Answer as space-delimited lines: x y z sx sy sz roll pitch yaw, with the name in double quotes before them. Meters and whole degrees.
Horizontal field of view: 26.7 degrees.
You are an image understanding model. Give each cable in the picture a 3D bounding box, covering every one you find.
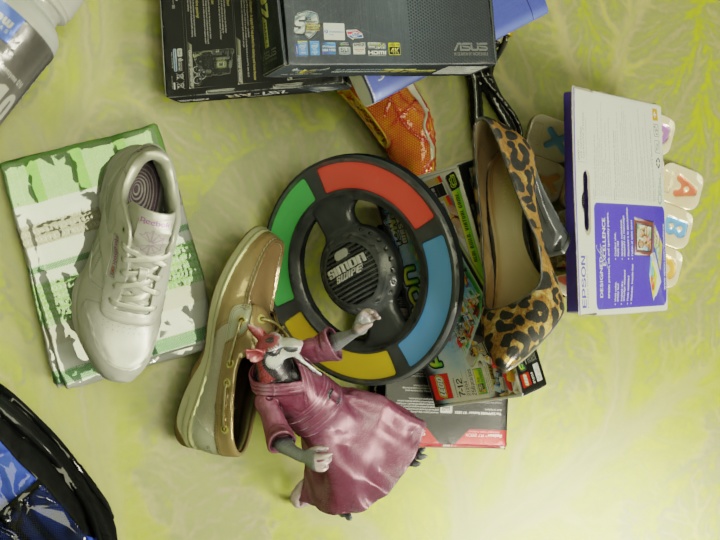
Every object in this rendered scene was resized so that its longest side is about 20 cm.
"cable" 0.113 -0.198 1.403 0.096 0.050 0.202 0 87 -17

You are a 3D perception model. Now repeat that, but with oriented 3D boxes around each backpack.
"backpack" -0.304 0.187 1.199 0.167 0.162 0.201 -38 101 -12

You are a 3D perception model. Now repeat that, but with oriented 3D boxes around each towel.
"towel" -0.216 -0.013 1.307 0.148 0.031 0.202 -15 91 -20

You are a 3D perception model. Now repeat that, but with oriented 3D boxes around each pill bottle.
"pill bottle" -0.317 -0.178 1.228 0.113 0.114 0.201 38 78 -14

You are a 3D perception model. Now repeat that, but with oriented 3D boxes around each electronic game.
"electronic game" 0.000 0.000 1.304 0.041 0.199 0.202 -18 95 -56

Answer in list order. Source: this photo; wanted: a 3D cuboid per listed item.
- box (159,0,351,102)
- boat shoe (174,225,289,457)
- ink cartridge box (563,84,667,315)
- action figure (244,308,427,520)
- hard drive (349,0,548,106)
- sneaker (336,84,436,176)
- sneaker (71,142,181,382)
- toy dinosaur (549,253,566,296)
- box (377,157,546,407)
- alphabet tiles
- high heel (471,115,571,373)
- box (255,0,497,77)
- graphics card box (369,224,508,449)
"box" -0.093 -0.252 1.305 0.158 0.044 0.202 -4 90 10
"boat shoe" -0.096 0.064 1.308 0.066 0.074 0.202 17 92 24
"ink cartridge box" 0.220 -0.060 1.370 0.199 0.043 0.200 0 88 -57
"action figure" -0.037 0.109 1.281 0.200 0.148 0.134 48 64 -26
"hard drive" 0.057 -0.241 1.294 0.199 0.025 0.133 -30 99 -26
"sneaker" 0.015 -0.156 1.366 0.077 0.073 0.202 -20 84 -14
"sneaker" -0.191 -0.009 1.247 0.074 0.099 0.202 6 85 -21
"toy dinosaur" 0.158 -0.021 1.379 0.199 0.058 0.102 4 76 -48
"box" 0.084 0.013 1.305 0.035 0.110 0.202 -18 93 -42
"alphabet tiles" 0.237 -0.066 1.461 0.194 0.015 0.202 19 83 -17
"high heel" 0.108 -0.024 1.205 0.143 0.071 0.201 56 34 -25
"box" 0.011 -0.239 1.227 0.198 0.051 0.159 -3 86 -28
"graphics card box" 0.074 0.060 1.385 0.124 0.051 0.202 3 89 -18
